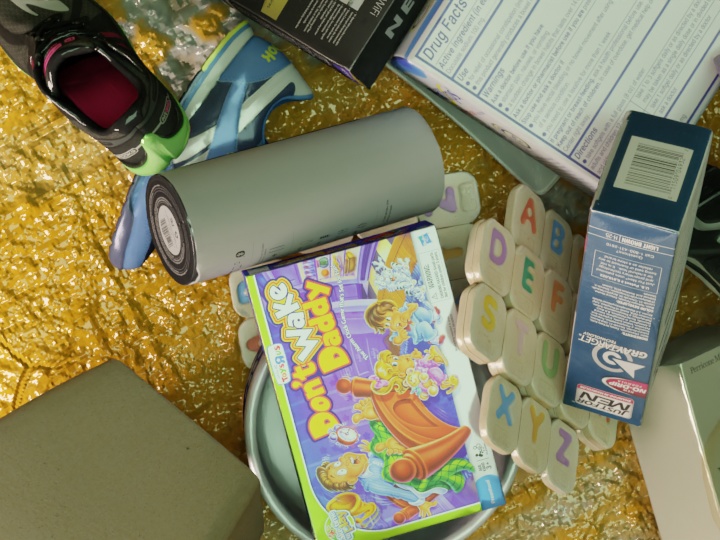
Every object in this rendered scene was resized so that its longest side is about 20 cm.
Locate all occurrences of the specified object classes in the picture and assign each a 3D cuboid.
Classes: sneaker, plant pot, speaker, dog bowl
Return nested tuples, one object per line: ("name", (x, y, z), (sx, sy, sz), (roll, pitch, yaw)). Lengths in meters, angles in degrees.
("sneaker", (0.271, 0.008, 1.304), (0.076, 0.201, 0.115), (-32, 122, 0))
("plant pot", (-0.173, 0.183, 1.240), (0.200, 0.200, 0.177), (38, 70, 14))
("speaker", (-0.042, -0.053, 1.258), (0.200, 0.081, 0.081), (-18, 96, -25))
("sneaker", (-0.194, -0.148, 1.252), (0.200, 0.084, 0.077), (40, 87, 26))
("dog bowl", (0.014, 0.106, 1.308), (0.200, 0.079, 0.201), (-1, 96, -6))
("sneaker", (-0.110, -0.078, 1.298), (0.082, 0.074, 0.200), (33, 91, -10))

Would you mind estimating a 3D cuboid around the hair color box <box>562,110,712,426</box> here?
("hair color box", (0.183, 0.002, 1.211), (0.060, 0.200, 0.100), (15, 50, 13))

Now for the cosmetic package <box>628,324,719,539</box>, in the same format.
("cosmetic package", (0.269, 0.148, 1.337), (0.103, 0.073, 0.200), (-22, 99, -35))

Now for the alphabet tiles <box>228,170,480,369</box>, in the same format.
("alphabet tiles", (0.000, 0.000, 1.344), (0.195, 0.015, 0.200), (-10, 96, -5))

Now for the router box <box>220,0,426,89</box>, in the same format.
("router box", (-0.009, -0.253, 1.273), (0.157, 0.052, 0.200), (34, 91, 20))

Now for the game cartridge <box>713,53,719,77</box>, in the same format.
("game cartridge", (0.299, -0.046, 1.223), (0.038, 0.130, 0.200), (-29, 120, 4))

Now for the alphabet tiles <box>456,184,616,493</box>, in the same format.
("alphabet tiles", (0.132, 0.048, 1.283), (0.200, 0.015, 0.196), (37, 54, -44))

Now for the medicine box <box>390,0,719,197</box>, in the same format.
("medicine box", (0.153, -0.170, 1.275), (0.200, 0.103, 0.182), (33, 91, -7))

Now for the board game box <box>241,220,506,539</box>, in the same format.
("board game box", (0.009, 0.080, 1.242), (0.134, 0.045, 0.200), (-16, 97, -5))

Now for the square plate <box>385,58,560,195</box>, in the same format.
("square plate", (0.120, -0.192, 1.335), (0.200, 0.028, 0.198), (39, 90, -7))
